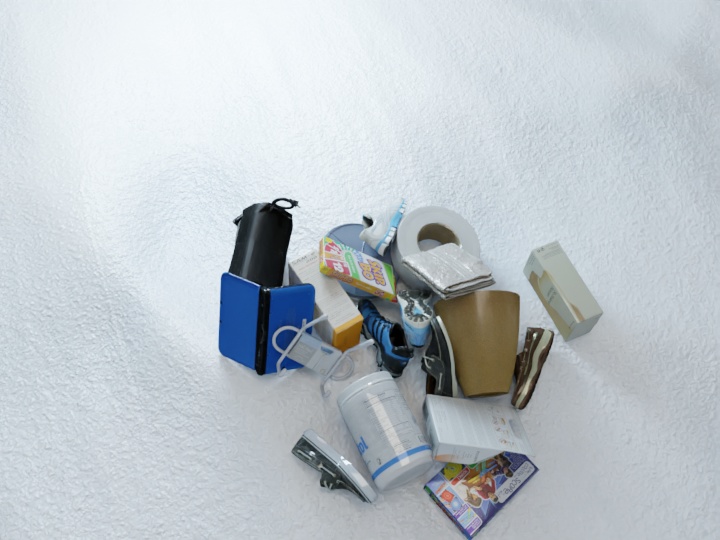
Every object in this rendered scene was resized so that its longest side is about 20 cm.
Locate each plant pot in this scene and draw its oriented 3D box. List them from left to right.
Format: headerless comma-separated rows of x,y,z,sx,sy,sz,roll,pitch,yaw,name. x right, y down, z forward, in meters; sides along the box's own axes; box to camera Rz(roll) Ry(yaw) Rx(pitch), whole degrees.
0.257,0.161,1.580,0.184,0.187,0.202,-3,73,-6,plant pot

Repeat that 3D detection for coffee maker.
-0.223,-0.037,1.639,0.133,0.192,0.202,13,61,-12,coffee maker

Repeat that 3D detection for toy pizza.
-0.003,-0.019,1.722,0.198,0.032,0.202,8,59,-14,toy pizza

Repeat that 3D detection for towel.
0.184,-0.003,1.583,0.131,0.035,0.200,-15,28,-21,towel

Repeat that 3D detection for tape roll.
0.172,-0.048,1.726,0.200,0.071,0.204,5,60,-9,tape roll

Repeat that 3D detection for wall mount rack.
-0.075,0.166,1.530,0.199,0.174,0.075,30,17,-24,wall mount rack

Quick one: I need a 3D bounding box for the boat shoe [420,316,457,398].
0.158,0.188,1.543,0.067,0.202,0.072,-11,28,-6,boat shoe

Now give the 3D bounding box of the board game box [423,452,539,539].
0.242,0.418,1.501,0.199,0.035,0.135,-36,70,-21,board game box

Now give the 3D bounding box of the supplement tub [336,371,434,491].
0.049,0.319,1.490,0.131,0.132,0.201,-22,63,-15,supplement tub

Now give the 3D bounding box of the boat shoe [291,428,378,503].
-0.054,0.401,1.481,0.199,0.072,0.071,35,73,27,boat shoe

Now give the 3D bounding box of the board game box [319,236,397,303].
0.000,0.000,1.635,0.199,0.030,0.096,25,37,-25,board game box

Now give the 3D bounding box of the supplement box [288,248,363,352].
-0.078,0.070,1.625,0.073,0.126,0.201,-28,66,-19,supplement box

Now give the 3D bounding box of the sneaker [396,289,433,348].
0.116,0.102,1.620,0.077,0.091,0.200,1,21,4,sneaker

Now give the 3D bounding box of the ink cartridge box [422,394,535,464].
0.231,0.323,1.498,0.198,0.051,0.163,12,24,-10,ink cartridge box

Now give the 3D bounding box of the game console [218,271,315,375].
-0.199,0.104,1.576,0.169,0.202,0.118,-7,29,-28,game console

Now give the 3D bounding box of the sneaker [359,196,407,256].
0.050,-0.122,1.741,0.086,0.075,0.201,26,39,0,sneaker

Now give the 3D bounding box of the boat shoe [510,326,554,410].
0.352,0.206,1.614,0.074,0.075,0.203,19,53,19,boat shoe

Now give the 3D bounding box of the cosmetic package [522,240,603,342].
0.452,0.046,1.687,0.070,0.106,0.201,-20,62,-13,cosmetic package

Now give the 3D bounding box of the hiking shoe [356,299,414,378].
0.057,0.130,1.605,0.074,0.087,0.201,6,43,-42,hiking shoe
